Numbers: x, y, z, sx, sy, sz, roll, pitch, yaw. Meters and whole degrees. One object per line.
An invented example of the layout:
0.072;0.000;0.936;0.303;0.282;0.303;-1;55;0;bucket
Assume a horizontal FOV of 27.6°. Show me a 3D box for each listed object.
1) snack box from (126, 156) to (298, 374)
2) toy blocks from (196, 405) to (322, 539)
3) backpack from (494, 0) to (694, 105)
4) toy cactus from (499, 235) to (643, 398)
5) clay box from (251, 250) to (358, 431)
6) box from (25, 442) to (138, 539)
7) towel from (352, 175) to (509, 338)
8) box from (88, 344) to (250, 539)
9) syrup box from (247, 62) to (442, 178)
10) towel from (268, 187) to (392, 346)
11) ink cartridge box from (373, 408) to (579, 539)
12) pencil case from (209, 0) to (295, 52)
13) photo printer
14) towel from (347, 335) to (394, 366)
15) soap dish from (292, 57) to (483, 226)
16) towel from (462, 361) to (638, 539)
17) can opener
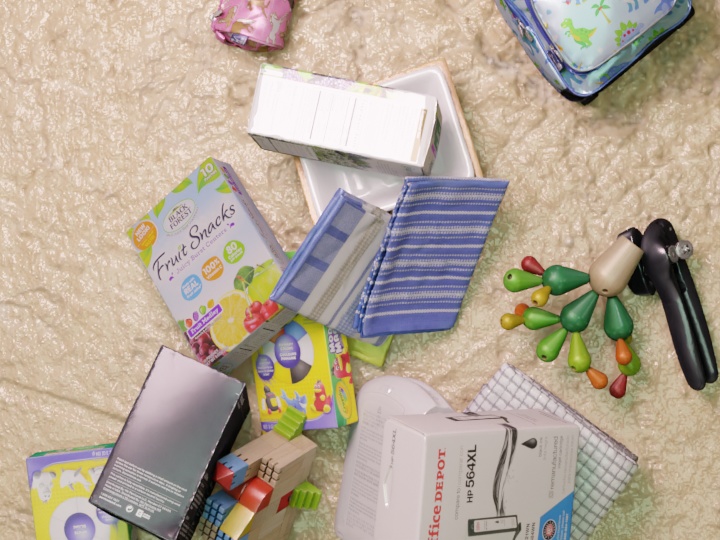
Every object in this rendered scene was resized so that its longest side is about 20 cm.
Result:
-0.161;-0.005;1.658;0.142;0.053;0.201;-39;68;15;snack box
-0.124;0.266;1.639;0.099;0.136;0.202;30;119;23;toy blocks
0.246;-0.312;1.612;0.182;0.147;0.201;-38;86;3;backpack
0.256;0.036;1.648;0.199;0.102;0.166;37;97;-5;toy cactus
-0.072;0.079;1.677;0.114;0.047;0.203;-8;92;36;clay box
-0.323;0.311;1.729;0.116;0.048;0.203;-8;93;5;box
0.078;-0.013;1.623;0.143;0.024;0.202;-2;124;-34;towel
-0.205;0.200;1.619;0.103;0.200;0.184;24;76;3;box
-0.015;-0.159;1.586;0.197;0.079;0.083;11;84;9;syrup box
0.000;0.000;1.617;0.024;0.199;0.148;40;100;41;towel
0.123;0.228;1.544;0.198;0.084;0.148;-1;99;-30;ink cartridge box
-0.112;-0.352;1.672;0.082;0.086;0.203;13;93;35;pencil case
0.041;0.221;1.642;0.069;0.166;0.203;8;92;-28;photo printer
0.021;0.004;1.707;0.085;0.018;0.202;20;94;9;towel
0.027;-0.131;1.658;0.198;0.081;0.159;-18;80;5;soap dish
0.193;0.220;1.667;0.199;0.086;0.166;37;101;6;towel
0.361;0.037;1.667;0.063;0.078;0.202;-27;94;-34;can opener
